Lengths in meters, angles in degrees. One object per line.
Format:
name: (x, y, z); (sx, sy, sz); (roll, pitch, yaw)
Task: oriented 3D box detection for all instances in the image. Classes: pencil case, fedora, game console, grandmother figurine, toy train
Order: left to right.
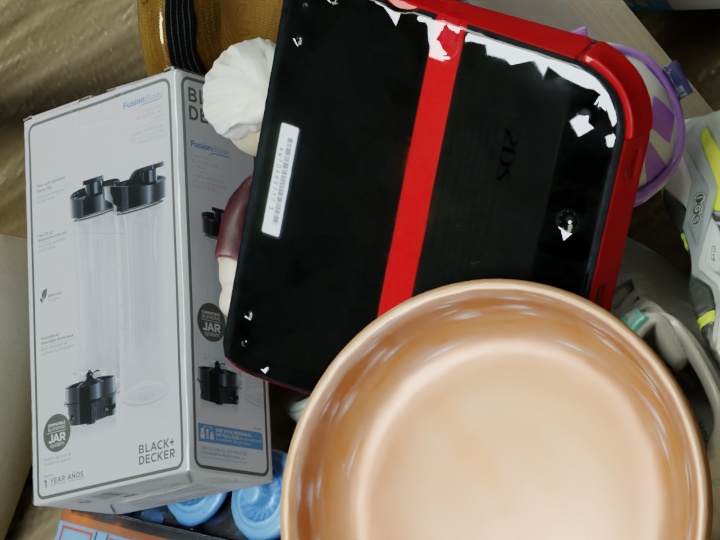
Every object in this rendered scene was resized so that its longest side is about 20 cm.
toy train: (-0.072, 0.145, 1.523); (0.199, 0.086, 0.115); (9, 82, 43)
fedora: (-0.033, -0.131, 1.527); (0.200, 0.081, 0.202); (17, 112, 47)
grandmother figurine: (-0.022, -0.016, 1.442); (0.121, 0.201, 0.060); (-30, 12, -34)
game console: (0.033, -0.023, 1.356); (0.176, 0.031, 0.201); (19, 111, 20)
pencil case: (0.081, -0.057, 1.436); (0.084, 0.086, 0.200); (-37, 4, -21)

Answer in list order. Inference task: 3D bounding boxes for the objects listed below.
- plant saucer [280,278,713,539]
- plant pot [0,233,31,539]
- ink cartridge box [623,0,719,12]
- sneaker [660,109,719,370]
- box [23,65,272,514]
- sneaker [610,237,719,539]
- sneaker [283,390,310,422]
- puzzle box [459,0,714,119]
plant saucer: (0.061, 0.105, 1.309); (0.199, 0.037, 0.202); (-4, 80, 24)
plant pot: (-0.256, 0.088, 1.670); (0.186, 0.187, 0.202); (-4, 78, 41)
ink cartridge box: (0.188, -0.220, 1.412); (0.199, 0.146, 0.148); (1, 67, 27)
sneaker: (0.192, 0.001, 1.368); (0.076, 0.075, 0.201); (-27, 56, 18)
box: (-0.106, 0.012, 1.484); (0.116, 0.060, 0.201); (-16, 72, 40)
sneaker: (0.132, 0.036, 1.370); (0.075, 0.089, 0.200); (-33, 48, 2)
sneaker: (0.000, 0.000, 1.534); (0.074, 0.088, 0.201); (-19, 54, 35)
puzzle box: (0.080, -0.136, 1.454); (0.025, 0.200, 0.133); (-52, 43, -8)
